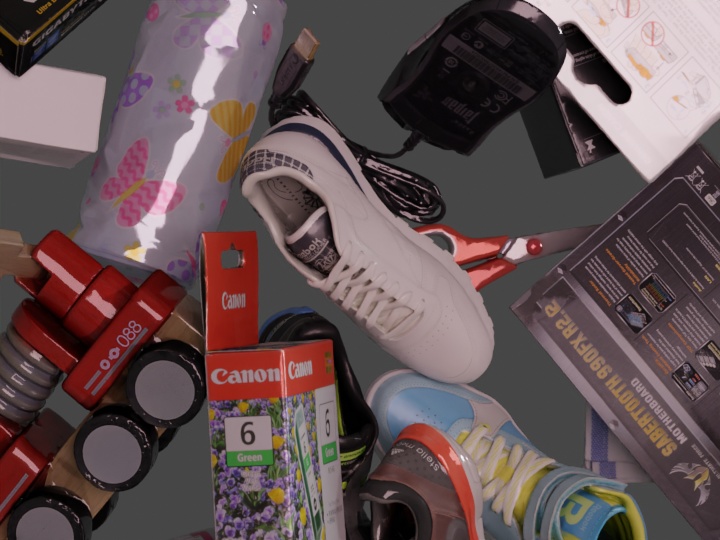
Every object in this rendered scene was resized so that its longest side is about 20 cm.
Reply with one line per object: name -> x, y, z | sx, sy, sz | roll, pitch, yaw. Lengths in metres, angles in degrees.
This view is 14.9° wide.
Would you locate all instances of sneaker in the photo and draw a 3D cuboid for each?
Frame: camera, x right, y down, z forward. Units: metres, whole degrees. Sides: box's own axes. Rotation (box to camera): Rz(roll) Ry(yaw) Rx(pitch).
sneaker -> 0.000, 0.000, 1.669 | 0.200, 0.081, 0.076 | 45, 112, -7
sneaker -> 0.040, 0.193, 1.662 | 0.082, 0.077, 0.201 | -35, 116, -37
sneaker -> 0.096, 0.126, 1.677 | 0.200, 0.131, 0.080 | 36, 79, -10
sneaker -> -0.027, 0.122, 1.667 | 0.070, 0.083, 0.201 | -7, 89, -17

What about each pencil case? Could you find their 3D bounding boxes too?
pencil case -> -0.112, -0.088, 1.654 | 0.090, 0.083, 0.201 | 13, 82, 23

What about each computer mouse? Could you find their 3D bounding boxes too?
computer mouse -> 0.031, -0.123, 1.663 | 0.140, 0.200, 0.046 | 29, 46, -10

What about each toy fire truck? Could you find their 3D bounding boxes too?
toy fire truck -> -0.199, 0.053, 1.582 | 0.200, 0.129, 0.176 | 40, 105, -2

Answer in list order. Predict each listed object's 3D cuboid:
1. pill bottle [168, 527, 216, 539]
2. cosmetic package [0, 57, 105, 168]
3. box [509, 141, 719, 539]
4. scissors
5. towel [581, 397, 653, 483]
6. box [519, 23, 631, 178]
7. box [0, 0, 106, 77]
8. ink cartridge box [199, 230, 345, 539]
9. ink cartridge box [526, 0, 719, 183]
pill bottle -> -0.160, 0.229, 1.608 | 0.199, 0.113, 0.114 | -14, 91, -15
cosmetic package -> -0.255, -0.104, 1.617 | 0.199, 0.083, 0.051 | 9, 85, -16
box -> 0.215, 0.047, 1.699 | 0.158, 0.048, 0.200 | -42, 80, 9
scissors -> 0.096, -0.018, 1.745 | 0.199, 0.014, 0.074 | -27, 92, -14
towel -> 0.237, 0.063, 1.730 | 0.199, 0.024, 0.148 | 0, 88, 14
box -> 0.190, -0.159, 1.747 | 0.199, 0.079, 0.142 | -21, 89, -16
box -> -0.188, -0.232, 1.619 | 0.160, 0.049, 0.200 | 43, 65, 7
ink cartridge box -> -0.049, 0.077, 1.576 | 0.050, 0.109, 0.202 | -3, 91, 15
ink cartridge box -> 0.192, -0.177, 1.692 | 0.200, 0.047, 0.160 | -44, 98, -7
